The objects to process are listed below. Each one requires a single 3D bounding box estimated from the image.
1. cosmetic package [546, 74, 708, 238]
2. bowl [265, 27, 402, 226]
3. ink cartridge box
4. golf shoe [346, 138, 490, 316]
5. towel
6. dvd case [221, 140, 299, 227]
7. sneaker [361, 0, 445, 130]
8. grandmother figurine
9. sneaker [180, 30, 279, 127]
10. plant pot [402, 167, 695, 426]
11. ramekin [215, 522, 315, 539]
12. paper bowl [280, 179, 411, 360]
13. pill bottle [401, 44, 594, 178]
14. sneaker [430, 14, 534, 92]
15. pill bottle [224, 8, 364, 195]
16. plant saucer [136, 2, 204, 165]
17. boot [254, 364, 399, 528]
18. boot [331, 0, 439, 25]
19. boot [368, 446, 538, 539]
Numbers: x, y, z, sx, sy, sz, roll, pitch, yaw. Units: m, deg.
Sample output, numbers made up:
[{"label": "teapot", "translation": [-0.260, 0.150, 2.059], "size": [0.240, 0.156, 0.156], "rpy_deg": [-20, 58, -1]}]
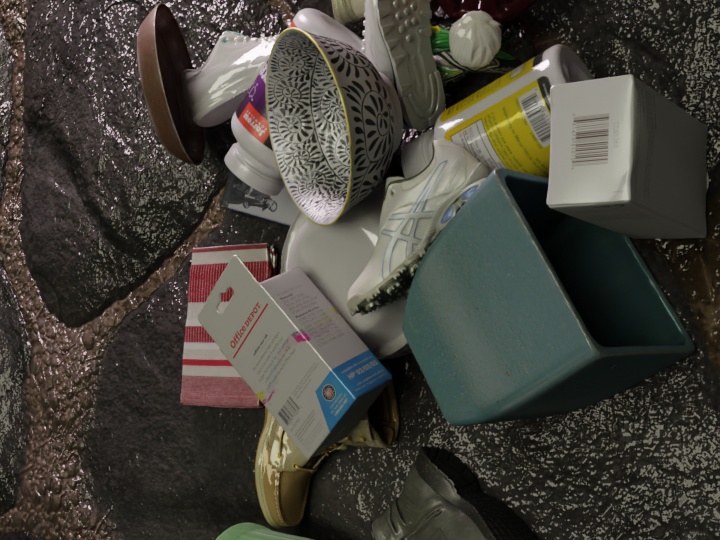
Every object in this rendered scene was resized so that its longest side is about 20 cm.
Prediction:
[{"label": "cosmetic package", "translation": [0.248, -0.096, 1.026], "size": [0.080, 0.199, 0.114], "rpy_deg": [-2, 80, 34]}, {"label": "bowl", "translation": [-0.016, -0.154, 1.169], "size": [0.201, 0.093, 0.203], "rpy_deg": [41, 138, 52]}, {"label": "ink cartridge box", "translation": [-0.073, 0.081, 1.190], "size": [0.200, 0.068, 0.115], "rpy_deg": [49, 130, 15]}, {"label": "golf shoe", "translation": [0.047, -0.043, 1.126], "size": [0.200, 0.078, 0.097], "rpy_deg": [-44, 73, 13]}, {"label": "towel", "translation": [-0.165, 0.069, 1.412], "size": [0.143, 0.023, 0.202], "rpy_deg": [-2, 81, 38]}, {"label": "dvd case", "translation": [-0.077, -0.129, 1.372], "size": [0.199, 0.025, 0.152], "rpy_deg": [17, 94, 35]}, {"label": "sneaker", "translation": [0.029, -0.246, 1.193], "size": [0.080, 0.076, 0.202], "rpy_deg": [17, 121, 51]}, {"label": "grandmother figurine", "translation": [0.133, -0.283, 1.161], "size": [0.120, 0.061, 0.201], "rpy_deg": [-5, 46, 29]}, {"label": "sneaker", "translation": [-0.132, -0.259, 1.369], "size": [0.199, 0.075, 0.089], "rpy_deg": [-27, 77, 9]}, {"label": "plant pot", "translation": [0.156, 0.047, 1.085], "size": [0.200, 0.195, 0.197], "rpy_deg": [-41, 62, 32]}, {"label": "ramekin", "translation": [-0.094, 0.378, 1.216], "size": [0.097, 0.200, 0.202], "rpy_deg": [0, 84, 28]}, {"label": "paper bowl", "translation": [0.000, 0.000, 1.236], "size": [0.199, 0.104, 0.203], "rpy_deg": [1, 92, 29]}, {"label": "pill bottle", "translation": [0.146, -0.134, 1.157], "size": [0.199, 0.114, 0.115], "rpy_deg": [-27, 69, 30]}, {"label": "sneaker", "translation": [0.104, -0.232, 1.232], "size": [0.199, 0.078, 0.086], "rpy_deg": [14, 119, 41]}, {"label": "pill bottle", "translation": [-0.073, -0.189, 1.292], "size": [0.112, 0.112, 0.201], "rpy_deg": [46, 110, 31]}, {"label": "plant saucer", "translation": [-0.236, -0.226, 1.396], "size": [0.034, 0.200, 0.202], "rpy_deg": [-12, 75, 4]}, {"label": "boot", "translation": [-0.036, 0.198, 1.272], "size": [0.154, 0.073, 0.202], "rpy_deg": [2, 82, 35]}, {"label": "boot", "translation": [0.042, -0.381, 1.291], "size": [0.154, 0.072, 0.202], "rpy_deg": [-1, 71, 46]}, {"label": "boot", "translation": [0.099, 0.290, 1.173], "size": [0.200, 0.067, 0.131], "rpy_deg": [44, 114, 39]}]
